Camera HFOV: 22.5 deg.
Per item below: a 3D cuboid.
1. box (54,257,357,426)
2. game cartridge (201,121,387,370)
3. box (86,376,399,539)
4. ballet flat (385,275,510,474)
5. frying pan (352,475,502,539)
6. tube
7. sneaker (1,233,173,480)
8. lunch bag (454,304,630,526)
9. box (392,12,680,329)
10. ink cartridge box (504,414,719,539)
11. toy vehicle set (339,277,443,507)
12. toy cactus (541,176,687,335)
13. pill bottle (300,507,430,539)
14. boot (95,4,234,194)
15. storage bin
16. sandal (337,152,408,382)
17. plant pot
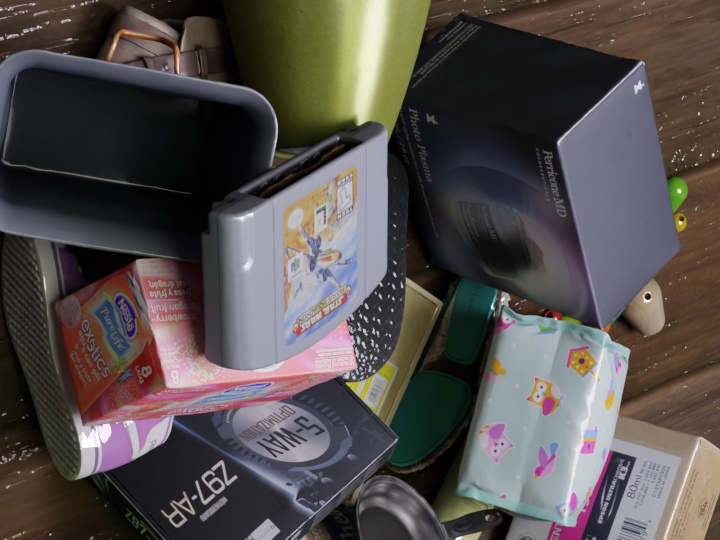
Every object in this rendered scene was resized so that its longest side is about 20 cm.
[{"bbox_3d":[-0.110,0.048,1.327,0.199,0.102,0.096,-2,72,-49],"label":"box"},{"bbox_3d":[-0.040,-0.013,1.279,0.200,0.041,0.134,-35,128,-50],"label":"game cartridge"},{"bbox_3d":[-0.095,0.144,1.419,0.200,0.044,0.160,-38,74,-27],"label":"box"},{"bbox_3d":[0.082,0.092,1.597,0.201,0.075,0.064,-62,159,-8],"label":"ballet flat"},{"bbox_3d":[0.047,0.207,1.485,0.115,0.031,0.190,54,30,-4],"label":"frying pan"},{"bbox_3d":[0.113,0.172,1.638,0.201,0.052,0.058,-61,169,-20],"label":"tube"},{"bbox_3d":[-0.199,0.046,1.362,0.114,0.072,0.202,-17,96,-36],"label":"sneaker"},{"bbox_3d":[0.161,0.130,1.560,0.200,0.121,0.172,28,76,-74],"label":"lunch bag"},{"bbox_3d":[0.141,-0.084,1.507,0.123,0.197,0.201,-43,133,-28],"label":"box"},{"bbox_3d":[0.225,0.234,1.649,0.075,0.164,0.202,32,75,-49],"label":"ink cartridge box"},{"bbox_3d":[-0.016,0.087,1.541,0.124,0.026,0.201,34,74,-34],"label":"toy vehicle set"},{"bbox_3d":[0.244,0.005,1.707,0.201,0.102,0.165,-58,143,-20],"label":"toy cactus"},{"bbox_3d":[-0.043,0.251,1.486,0.199,0.111,0.112,4,93,-38],"label":"pill bottle"},{"bbox_3d":[-0.121,-0.122,1.414,0.199,0.070,0.148,11,86,-38],"label":"boot"},{"bbox_3d":[-0.172,-0.099,1.284,0.198,0.134,0.147,8,101,-17],"label":"storage bin"},{"bbox_3d":[0.001,0.000,1.505,0.075,0.048,0.202,24,66,-35],"label":"sandal"},{"bbox_3d":[-0.026,-0.189,1.388,0.186,0.186,0.202,3,86,-37],"label":"plant pot"}]
